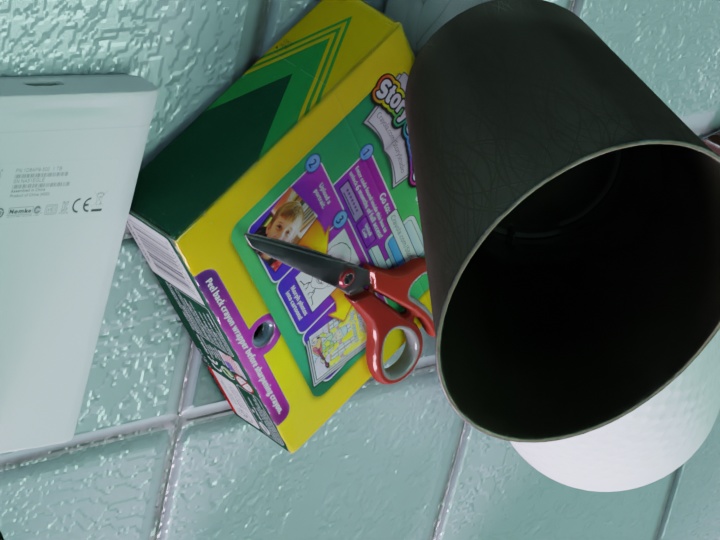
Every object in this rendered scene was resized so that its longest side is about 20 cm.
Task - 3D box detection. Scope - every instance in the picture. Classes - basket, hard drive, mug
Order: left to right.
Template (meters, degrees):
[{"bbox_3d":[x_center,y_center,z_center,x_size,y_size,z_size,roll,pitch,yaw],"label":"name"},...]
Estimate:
[{"bbox_3d":[-0.178,0.000,1.275,0.131,0.027,0.201,-6,120,-45],"label":"hard drive"},{"bbox_3d":[0.093,-0.041,1.284,0.136,0.200,0.181,28,113,-26],"label":"basket"},{"bbox_3d":[0.136,0.013,1.519,0.175,0.147,0.201,61,23,-67],"label":"mug"}]

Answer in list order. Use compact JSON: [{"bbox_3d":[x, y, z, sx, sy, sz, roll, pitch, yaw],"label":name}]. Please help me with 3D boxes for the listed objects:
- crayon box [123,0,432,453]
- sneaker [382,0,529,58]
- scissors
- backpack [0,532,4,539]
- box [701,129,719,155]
[{"bbox_3d":[-0.025,-0.025,1.397,0.173,0.058,0.200,-45,141,-17],"label":"crayon box"},{"bbox_3d":[0.069,-0.185,1.363,0.074,0.087,0.201,-20,129,-36],"label":"sneaker"},{"bbox_3d":[0.000,0.000,1.385,0.073,0.014,0.200,-50,142,-5],"label":"scissors"},{"bbox_3d":[-0.233,0.188,1.197,0.168,0.200,0.162,-38,141,8],"label":"backpack"},{"bbox_3d":[0.280,-0.010,1.727,0.100,0.075,0.201,-26,131,-34],"label":"box"}]
